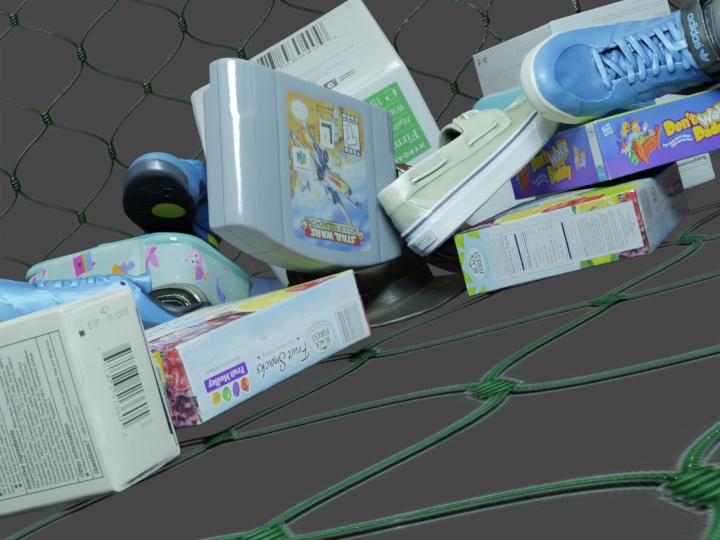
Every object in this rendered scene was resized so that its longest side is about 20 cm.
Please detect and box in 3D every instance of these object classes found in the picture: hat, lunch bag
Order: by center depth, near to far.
[{"bbox_3d":[0.000,0.000,1.045,0.199,0.082,0.201,-17,4,1],"label":"hat"},{"bbox_3d":[-0.208,0.034,1.186,0.198,0.078,0.160,-13,-23,23],"label":"lunch bag"}]

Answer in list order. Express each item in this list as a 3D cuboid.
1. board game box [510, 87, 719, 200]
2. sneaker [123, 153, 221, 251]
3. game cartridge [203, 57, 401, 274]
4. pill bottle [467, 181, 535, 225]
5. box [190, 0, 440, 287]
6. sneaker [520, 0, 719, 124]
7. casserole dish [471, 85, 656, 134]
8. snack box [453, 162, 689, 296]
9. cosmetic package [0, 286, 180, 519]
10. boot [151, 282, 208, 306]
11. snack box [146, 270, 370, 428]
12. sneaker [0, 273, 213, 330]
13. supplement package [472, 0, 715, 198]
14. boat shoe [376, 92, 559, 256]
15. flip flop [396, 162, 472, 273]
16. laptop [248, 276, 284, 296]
[{"bbox_3d":[0.214,-0.102,1.023,0.133,0.045,0.200,-16,2,-13],"label":"board game box"},{"bbox_3d":[-0.169,-0.075,1.143,0.065,0.079,0.200,-1,-18,6],"label":"sneaker"},{"bbox_3d":[-0.035,-0.066,0.909,0.041,0.135,0.199,-15,-13,33],"label":"game cartridge"},{"bbox_3d":[0.103,-0.072,1.312,0.111,0.113,0.200,-19,5,-16],"label":"pill bottle"},{"bbox_3d":[-0.030,-0.114,1.189,0.198,0.172,0.200,-29,31,4],"label":"box"},{"bbox_3d":[0.220,-0.164,0.930,0.198,0.077,0.111,-9,-10,-28],"label":"sneaker"},{"bbox_3d":[0.185,-0.151,1.178,0.120,0.039,0.199,2,-7,-38],"label":"casserole dish"},{"bbox_3d":[0.170,-0.036,0.987,0.141,0.053,0.200,-13,5,25],"label":"snack box"},{"bbox_3d":[-0.212,0.085,0.713,0.198,0.106,0.071,-14,4,24],"label":"cosmetic package"},{"bbox_3d":[-0.228,0.081,1.029,0.202,0.074,0.154,-22,4,31],"label":"boot"},{"bbox_3d":[-0.104,0.058,0.831,0.141,0.053,0.200,-16,4,33],"label":"snack box"},{"bbox_3d":[-0.206,0.026,0.950,0.198,0.079,0.066,18,8,-19],"label":"sneaker"},{"bbox_3d":[0.244,-0.166,1.346,0.146,0.202,0.191,-18,5,-18],"label":"supplement package"},{"bbox_3d":[0.090,-0.092,0.976,0.200,0.062,0.072,-45,6,-36],"label":"boat shoe"},{"bbox_3d":[0.042,-0.058,1.085,0.199,0.058,0.081,24,-25,-28],"label":"flip flop"},{"bbox_3d":[-0.075,-0.029,1.396,0.201,0.103,0.177,-53,-11,16],"label":"laptop"}]
